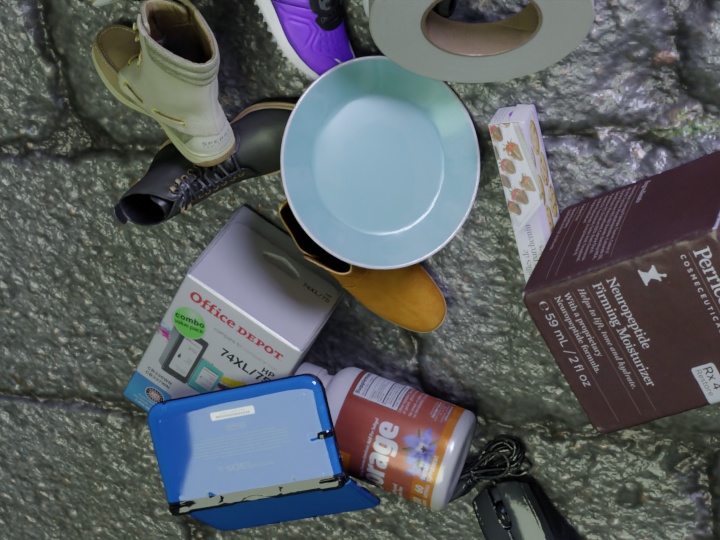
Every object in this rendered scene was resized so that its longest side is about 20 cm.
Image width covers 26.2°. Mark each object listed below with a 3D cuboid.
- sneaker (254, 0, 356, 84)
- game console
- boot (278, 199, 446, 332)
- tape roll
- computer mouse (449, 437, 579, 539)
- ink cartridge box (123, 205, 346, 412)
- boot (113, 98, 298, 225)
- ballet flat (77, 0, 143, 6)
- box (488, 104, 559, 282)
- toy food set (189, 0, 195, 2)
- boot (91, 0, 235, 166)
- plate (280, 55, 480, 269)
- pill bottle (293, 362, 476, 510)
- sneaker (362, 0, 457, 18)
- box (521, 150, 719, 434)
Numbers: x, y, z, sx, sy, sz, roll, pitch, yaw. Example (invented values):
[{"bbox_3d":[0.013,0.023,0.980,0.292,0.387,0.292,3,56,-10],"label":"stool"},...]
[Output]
[{"bbox_3d":[-0.046,-0.268,1.446,0.099,0.070,0.201,-23,109,32],"label":"sneaker"},{"bbox_3d":[-0.099,0.195,1.623,0.197,0.118,0.173,-12,96,17],"label":"game console"},{"bbox_3d":[0.000,-0.001,1.542,0.201,0.144,0.071,40,98,1],"label":"boot"},{"bbox_3d":[0.105,-0.231,1.347,0.200,0.038,0.203,0,155,0],"label":"tape roll"},{"bbox_3d":[0.171,0.289,1.708,0.138,0.053,0.200,-33,102,36],"label":"computer mouse"},{"bbox_3d":[-0.131,0.070,1.651,0.146,0.146,0.201,33,128,1],"label":"ink cartridge box"},{"bbox_3d":[-0.141,-0.098,1.554,0.198,0.139,0.078,-17,112,31],"label":"boot"},{"bbox_3d":[-0.239,-0.278,1.461,0.068,0.075,0.200,63,167,-17],"label":"ballet flat"},{"bbox_3d":[0.167,-0.061,1.496,0.038,0.042,0.202,-3,118,26],"label":"box"},{"bbox_3d":[-0.194,-0.339,1.447,0.201,0.060,0.143,58,169,-15],"label":"toy food set"},{"bbox_3d":[-0.197,-0.211,1.498,0.200,0.072,0.155,44,157,25],"label":"boot"},{"bbox_3d":[0.018,-0.102,1.477,0.200,0.200,0.026,48,168,-10],"label":"plate"},{"bbox_3d":[0.016,0.173,1.667,0.198,0.112,0.113,19,127,12],"label":"pill bottle"},{"bbox_3d":[0.045,-0.300,1.366,0.098,0.071,0.201,8,145,15],"label":"sneaker"},{"bbox_3d":[0.283,0.018,1.412,0.198,0.165,0.167,-21,110,33],"label":"box"}]
